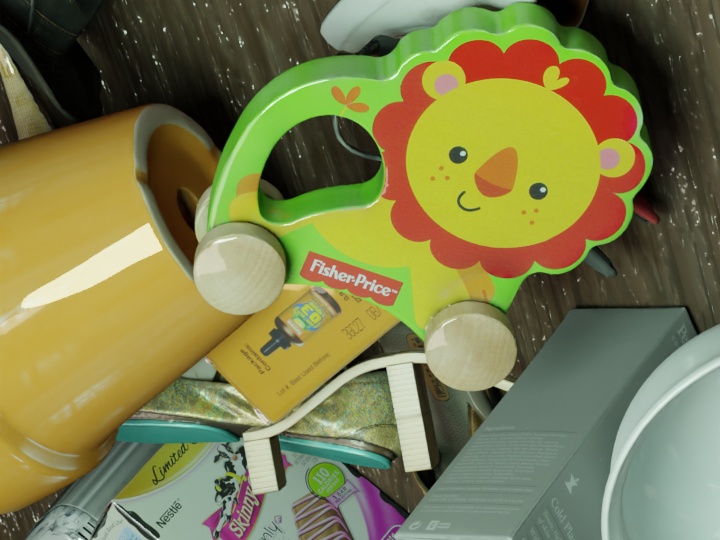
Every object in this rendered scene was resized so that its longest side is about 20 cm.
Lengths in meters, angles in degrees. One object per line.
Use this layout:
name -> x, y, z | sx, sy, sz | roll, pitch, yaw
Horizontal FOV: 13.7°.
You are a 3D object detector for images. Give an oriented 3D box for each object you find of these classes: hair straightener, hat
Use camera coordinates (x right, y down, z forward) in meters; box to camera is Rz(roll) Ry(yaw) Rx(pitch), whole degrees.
hair straightener -> 0.058, -0.050, 1.518 | 0.200, 0.077, 0.041 | 32, -172, -27
hat -> -0.177, -0.181, 1.642 | 0.081, 0.201, 0.201 | -36, 102, 7

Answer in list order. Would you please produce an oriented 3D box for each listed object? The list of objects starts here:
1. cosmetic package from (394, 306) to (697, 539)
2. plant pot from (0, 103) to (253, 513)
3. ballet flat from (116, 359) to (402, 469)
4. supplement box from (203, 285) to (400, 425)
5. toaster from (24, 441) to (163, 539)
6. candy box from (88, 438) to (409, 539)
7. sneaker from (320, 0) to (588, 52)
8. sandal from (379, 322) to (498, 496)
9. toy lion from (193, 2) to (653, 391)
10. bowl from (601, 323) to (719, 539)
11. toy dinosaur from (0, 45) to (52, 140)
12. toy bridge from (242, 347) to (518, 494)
cosmetic package -> 0.114, 0.117, 1.578 | 0.090, 0.200, 0.107 | -1, 127, 43
plant pot -> -0.157, 0.005, 1.618 | 0.183, 0.200, 0.201 | -26, 108, 22
ballet flat -> -0.068, 0.076, 1.776 | 0.199, 0.071, 0.071 | 5, 131, 12
supplement box -> 0.000, 0.000, 1.632 | 0.067, 0.069, 0.200 | 46, 122, -6
toaster -> -0.126, 0.178, 1.901 | 0.200, 0.129, 0.114 | 45, 141, -3
candy box -> -0.047, 0.175, 1.823 | 0.200, 0.136, 0.061 | 38, 140, 6
sneaker -> 0.057, -0.137, 1.491 | 0.085, 0.073, 0.200 | 53, 140, -8
sandal -> 0.060, 0.106, 1.719 | 0.081, 0.055, 0.201 | -11, 111, 45
toy lion -> 0.036, -0.049, 1.474 | 0.199, 0.069, 0.192 | 18, 118, -11
bowl -> 0.210, 0.093, 1.526 | 0.200, 0.091, 0.202 | -5, 121, -9
toy dinosaur -> -0.187, -0.046, 1.785 | 0.101, 0.058, 0.201 | -39, 68, 28
toy bridge -> 0.030, 0.079, 1.682 | 0.199, 0.027, 0.068 | -10, 94, 14
